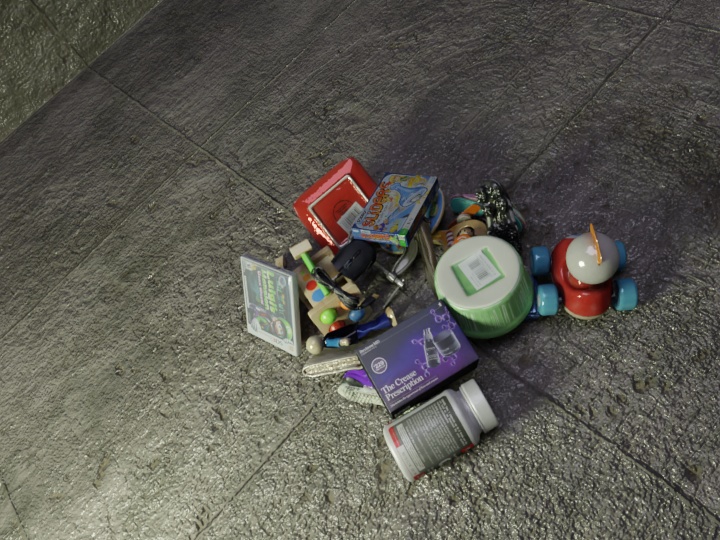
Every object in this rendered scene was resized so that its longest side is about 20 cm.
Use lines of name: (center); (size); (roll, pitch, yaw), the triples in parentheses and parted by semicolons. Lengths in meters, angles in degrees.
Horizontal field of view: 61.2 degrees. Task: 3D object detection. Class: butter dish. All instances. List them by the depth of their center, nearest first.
butter dish: (-0.032, -0.144, 1.513); (0.199, 0.148, 0.200); (-39, 88, 6)

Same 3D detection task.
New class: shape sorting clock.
shape sorting clock: (0.117, -0.130, 1.470); (0.199, 0.039, 0.202); (-28, 40, 27)

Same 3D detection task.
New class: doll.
doll: (-0.021, 0.134, 1.301); (0.198, 0.136, 0.049); (-21, 93, -2)

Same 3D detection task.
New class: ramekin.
ramekin: (0.245, 0.026, 1.232); (0.197, 0.098, 0.202); (-12, 53, 16)

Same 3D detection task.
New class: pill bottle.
pill bottle: (0.152, 0.297, 1.143); (0.198, 0.114, 0.114); (-31, 51, 2)

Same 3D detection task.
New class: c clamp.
c clamp: (0.042, -0.042, 1.408); (0.200, 0.027, 0.171); (45, 95, 14)

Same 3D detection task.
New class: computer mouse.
computer mouse: (0.000, 0.000, 1.313); (0.140, 0.046, 0.200); (43, 42, 10)

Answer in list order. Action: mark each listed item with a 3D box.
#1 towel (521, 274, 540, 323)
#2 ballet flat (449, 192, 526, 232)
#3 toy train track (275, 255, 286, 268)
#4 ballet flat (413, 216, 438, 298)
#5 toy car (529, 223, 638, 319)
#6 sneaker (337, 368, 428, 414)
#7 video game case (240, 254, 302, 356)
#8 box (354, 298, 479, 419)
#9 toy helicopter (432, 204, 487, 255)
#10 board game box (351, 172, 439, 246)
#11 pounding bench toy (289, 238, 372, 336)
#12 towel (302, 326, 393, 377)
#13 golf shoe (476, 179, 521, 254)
towel: (0.278, 0.061, 1.289); (0.197, 0.049, 0.113); (-8, 54, 20)
ballet flat: (0.304, -0.145, 1.414); (0.198, 0.070, 0.071); (22, 43, 34)
toy train track: (-0.195, 0.048, 1.524); (0.114, 0.033, 0.202); (-24, 45, 17)
ballet flat: (0.160, -0.032, 1.361); (0.046, 0.067, 0.202); (-16, 78, -11)
toy car: (0.433, -0.025, 1.158); (0.181, 0.201, 0.179); (-3, 55, 6)
sneaker: (0.053, 0.228, 1.263); (0.198, 0.070, 0.100); (7, 57, 27)
video game case: (-0.207, 0.079, 1.406); (0.180, 0.203, 0.023); (19, 29, 38)
box: (0.109, 0.171, 1.180); (0.198, 0.079, 0.142); (-30, 66, -7)
toy helicopter: (0.207, -0.085, 1.407); (0.198, 0.079, 0.134); (5, 66, 41)
board game box: (0.081, -0.141, 1.370); (0.134, 0.035, 0.201); (9, 50, 27)
pounding bench toy: (-0.080, 0.040, 1.366); (0.124, 0.201, 0.156); (-35, 50, -3)
towel: (-0.018, 0.175, 1.313); (0.197, 0.035, 0.133); (-14, 13, 18)
golf shoe: (0.310, -0.104, 1.323); (0.077, 0.202, 0.095); (-6, 21, 24)
